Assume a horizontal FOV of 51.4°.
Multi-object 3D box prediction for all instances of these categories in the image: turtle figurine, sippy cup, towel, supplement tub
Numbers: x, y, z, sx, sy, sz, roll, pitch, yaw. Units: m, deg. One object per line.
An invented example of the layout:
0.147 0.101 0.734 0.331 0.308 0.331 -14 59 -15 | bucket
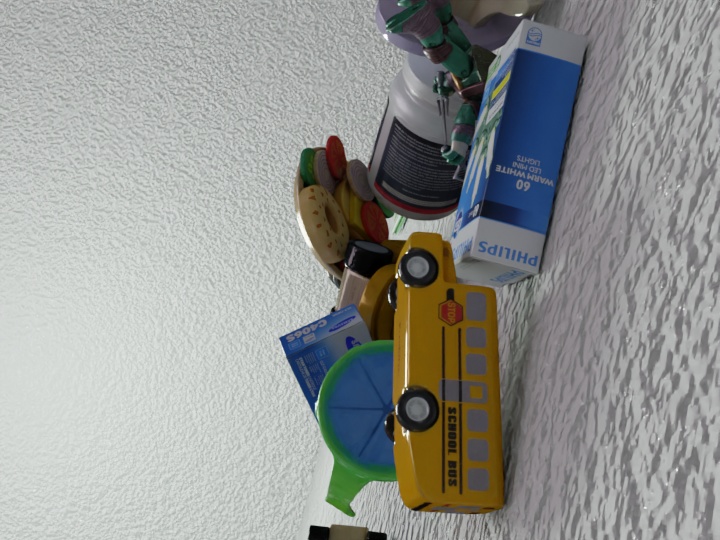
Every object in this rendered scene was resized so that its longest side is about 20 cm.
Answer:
0.103 -0.185 0.752 0.100 0.200 0.150 -28 27 16 | turtle figurine
0.028 0.155 0.767 0.130 0.177 0.140 85 161 -66 | sippy cup
0.119 -0.202 1.817 0.153 0.023 0.201 111 175 -62 | towel
0.093 -0.175 0.949 0.200 0.140 0.141 108 176 -49 | supplement tub

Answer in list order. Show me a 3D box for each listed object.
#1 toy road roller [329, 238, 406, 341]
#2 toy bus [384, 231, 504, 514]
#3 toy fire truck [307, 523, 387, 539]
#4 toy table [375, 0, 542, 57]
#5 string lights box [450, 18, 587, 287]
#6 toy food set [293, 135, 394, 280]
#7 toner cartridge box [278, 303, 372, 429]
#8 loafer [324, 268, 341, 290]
0.064 0.041 0.928 0.200 0.146 0.124 -4 -67 -53 | toy road roller
0.061 0.074 0.562 0.065 0.078 0.201 107 167 -66 | toy bus
-0.041 0.423 0.871 0.176 0.128 0.201 -82 -4 -63 | toy fire truck
0.122 -0.317 0.804 0.199 0.184 0.117 -30 -13 -22 | toy table
0.129 -0.093 0.634 0.103 0.059 0.201 128 156 -80 | string lights box
-0.019 -0.077 0.980 0.048 0.200 0.199 -20 52 30 | toy food set
-0.012 0.144 0.860 0.043 0.095 0.201 -124 11 -59 | toner cartridge box
0.000 0.000 1.104 0.200 0.063 0.072 7 -76 -58 | loafer
